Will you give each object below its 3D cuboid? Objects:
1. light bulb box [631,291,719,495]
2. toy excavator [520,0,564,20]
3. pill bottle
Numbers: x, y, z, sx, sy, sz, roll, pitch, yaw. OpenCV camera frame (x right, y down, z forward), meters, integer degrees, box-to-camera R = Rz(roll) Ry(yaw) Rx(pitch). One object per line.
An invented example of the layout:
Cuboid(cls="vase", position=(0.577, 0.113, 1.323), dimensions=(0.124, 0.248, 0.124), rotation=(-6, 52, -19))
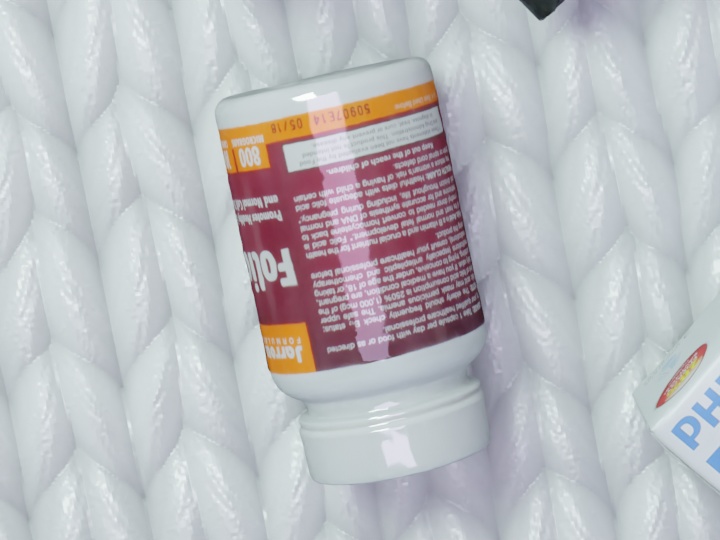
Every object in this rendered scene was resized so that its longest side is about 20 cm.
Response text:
Cuboid(cls="light bulb box", position=(0.277, 0.062, 1.273), dimensions=(0.200, 0.125, 0.198), rotation=(40, 96, -3))
Cuboid(cls="toy excavator", position=(0.144, -0.248, 1.257), dimensions=(0.100, 0.200, 0.194), rotation=(45, 139, -5))
Cuboid(cls="pill bottle", position=(0.000, 0.000, 1.272), dimensions=(0.114, 0.114, 0.201), rotation=(-12, 96, 1))
